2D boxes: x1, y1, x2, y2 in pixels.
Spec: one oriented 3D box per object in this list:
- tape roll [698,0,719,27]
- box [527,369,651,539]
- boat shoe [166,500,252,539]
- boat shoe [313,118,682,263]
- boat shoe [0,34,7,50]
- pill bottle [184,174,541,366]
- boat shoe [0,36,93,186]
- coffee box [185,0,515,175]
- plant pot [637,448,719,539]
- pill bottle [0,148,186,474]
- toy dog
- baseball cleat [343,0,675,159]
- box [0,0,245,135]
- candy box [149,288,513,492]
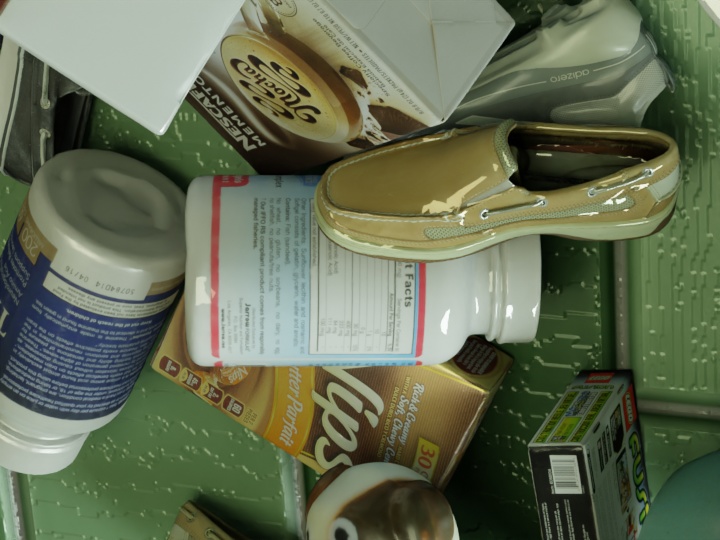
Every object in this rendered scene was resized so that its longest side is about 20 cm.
[{"bbox_3d":[0.259,-0.196,1.070,0.201,0.037,0.204,8,113,20],"label":"tape roll"},{"bbox_3d":[0.145,0.172,1.225,0.034,0.110,0.202,-3,109,24],"label":"box"},{"bbox_3d":[-0.038,0.209,1.347,0.199,0.073,0.064,16,86,22],"label":"boat shoe"},{"bbox_3d":[0.072,-0.055,1.107,0.198,0.072,0.076,-7,154,0],"label":"boat shoe"},{"bbox_3d":[-0.245,-0.229,1.263,0.074,0.092,0.202,13,91,47],"label":"boat shoe"},{"bbox_3d":[0.000,0.000,1.183,0.198,0.109,0.110,0,113,-3],"label":"pill bottle"},{"bbox_3d":[-0.180,-0.134,1.265,0.067,0.072,0.201,29,121,13],"label":"boat shoe"},{"bbox_3d":[-0.023,-0.127,1.128,0.113,0.080,0.200,44,156,-17],"label":"coffee box"},{"bbox_3d":[0.244,0.183,1.145,0.160,0.200,0.202,11,115,33],"label":"plant pot"},{"bbox_3d":[-0.184,0.031,1.307,0.111,0.111,0.201,34,124,8],"label":"pill bottle"},{"bbox_3d":[0.044,0.200,1.212,0.200,0.194,0.139,50,165,-28],"label":"toy dog"},{"bbox_3d":[0.084,-0.079,1.175,0.199,0.070,0.107,-25,105,33],"label":"baseball cleat"},{"bbox_3d":[-0.127,-0.181,1.113,0.106,0.200,0.153,32,94,-21],"label":"box"},{"bbox_3d":[-0.019,0.058,1.281,0.199,0.055,0.116,31,119,9],"label":"candy box"}]
